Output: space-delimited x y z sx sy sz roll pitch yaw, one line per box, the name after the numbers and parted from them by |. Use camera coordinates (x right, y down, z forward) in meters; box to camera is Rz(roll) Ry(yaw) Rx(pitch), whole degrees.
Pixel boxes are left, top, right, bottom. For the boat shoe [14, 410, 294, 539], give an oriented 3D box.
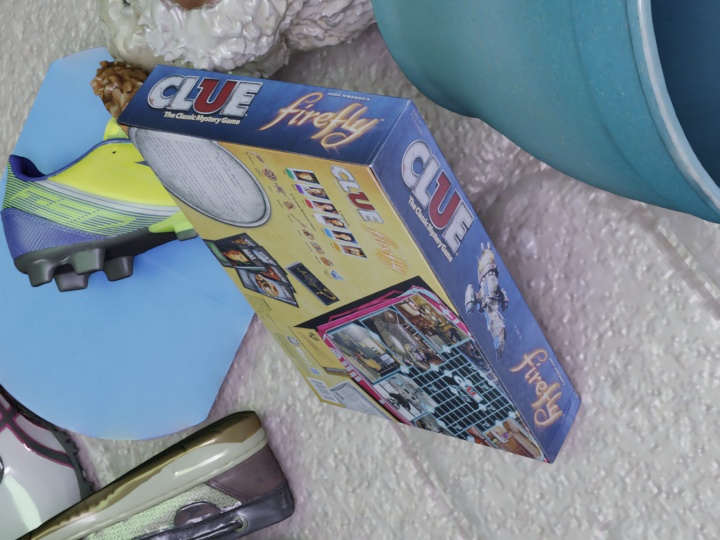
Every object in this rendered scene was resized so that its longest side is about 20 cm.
-0.123 0.143 0.876 0.200 0.072 0.066 -32 88 13 | boat shoe

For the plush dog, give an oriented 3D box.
-0.054 -0.147 0.806 0.171 0.160 0.202 -13 59 41 | plush dog

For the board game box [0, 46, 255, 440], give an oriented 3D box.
-0.115 -0.013 0.907 0.157 0.039 0.201 27 98 14 | board game box

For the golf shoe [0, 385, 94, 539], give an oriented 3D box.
-0.217 0.093 0.960 0.077 0.088 0.201 -42 67 27 | golf shoe

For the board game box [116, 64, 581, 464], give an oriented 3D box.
0.000 0.000 0.735 0.135 0.201 0.035 13 59 37 | board game box

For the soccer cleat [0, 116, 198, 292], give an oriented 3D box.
-0.087 -0.051 0.845 0.198 0.065 0.085 -16 79 15 | soccer cleat

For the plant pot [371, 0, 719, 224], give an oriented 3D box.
0.106 -0.121 0.656 0.187 0.199 0.202 13 97 51 | plant pot
